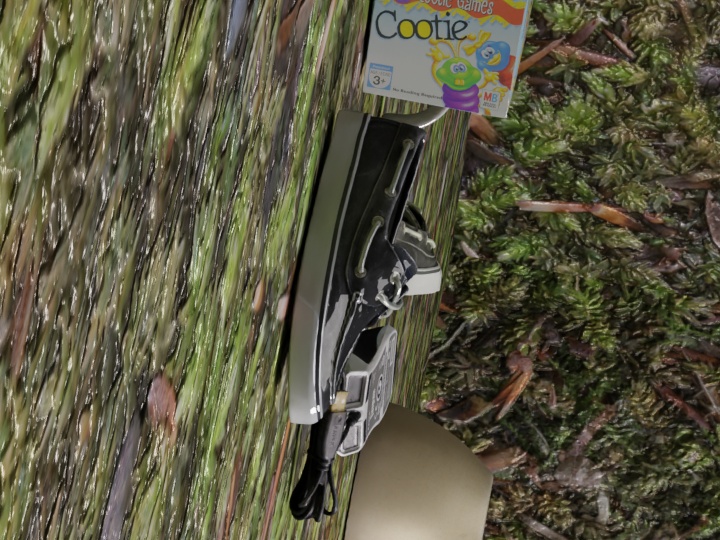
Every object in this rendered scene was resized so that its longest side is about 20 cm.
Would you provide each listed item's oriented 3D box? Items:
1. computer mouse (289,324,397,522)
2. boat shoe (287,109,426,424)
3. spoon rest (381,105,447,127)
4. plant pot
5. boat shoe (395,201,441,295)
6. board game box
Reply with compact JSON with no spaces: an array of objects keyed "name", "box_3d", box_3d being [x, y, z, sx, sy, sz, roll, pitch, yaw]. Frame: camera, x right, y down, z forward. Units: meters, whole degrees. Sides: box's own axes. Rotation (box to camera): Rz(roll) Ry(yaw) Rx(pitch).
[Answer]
[{"name":"computer mouse","box_3d":[-0.014,0.094,1.931,0.200,0.044,0.110,-53,149,-70]},{"name":"boat shoe","box_3d":[0.000,0.000,1.648,0.072,0.068,0.201,91,10,-67]},{"name":"spoon rest","box_3d":[0.059,-0.201,2.068,0.099,0.060,0.201,-66,166,-76]},{"name":"plant pot","box_3d":[0.061,0.240,2.749,0.200,0.134,0.201,11,90,-86]},{"name":"boat shoe","box_3d":[0.026,-0.019,1.978,0.200,0.070,0.064,-24,126,-84]},{"name":"board game box","box_3d":[0.070,-0.206,1.885,0.200,0.105,0.103,-73,173,-56]}]
